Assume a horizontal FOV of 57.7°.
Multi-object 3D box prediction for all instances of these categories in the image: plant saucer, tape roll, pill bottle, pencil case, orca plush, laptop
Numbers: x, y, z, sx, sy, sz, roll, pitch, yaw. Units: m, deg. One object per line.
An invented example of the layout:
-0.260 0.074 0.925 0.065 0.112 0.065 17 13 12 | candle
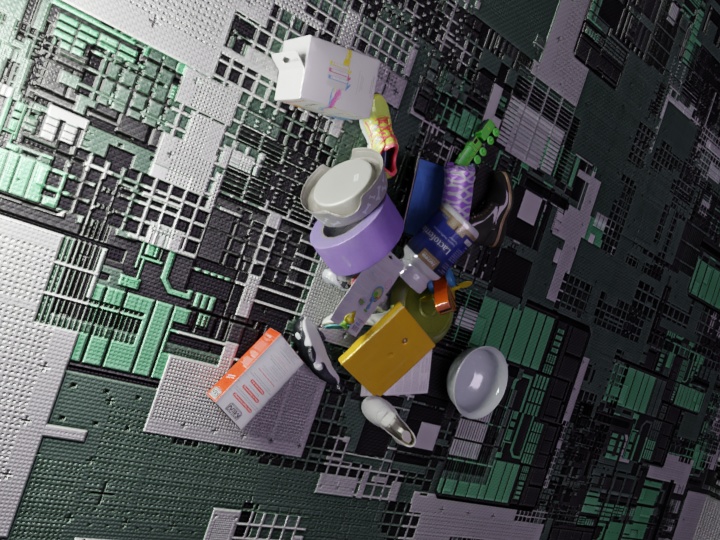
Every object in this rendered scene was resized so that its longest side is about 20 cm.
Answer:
0.165 0.090 1.653 0.197 0.031 0.204 4 82 -30 | plant saucer
-0.008 -0.089 1.434 0.200 0.199 0.085 -47 121 -16 | tape roll
0.174 -0.050 1.540 0.115 0.116 0.200 37 99 -33 | pill bottle
0.230 -0.166 1.618 0.083 0.085 0.203 -5 108 -37 | pencil case
-0.114 0.199 1.521 0.201 0.070 0.106 56 24 -37 | orca plush
0.165 -0.175 1.587 0.114 0.200 0.191 12 93 -1 | laptop

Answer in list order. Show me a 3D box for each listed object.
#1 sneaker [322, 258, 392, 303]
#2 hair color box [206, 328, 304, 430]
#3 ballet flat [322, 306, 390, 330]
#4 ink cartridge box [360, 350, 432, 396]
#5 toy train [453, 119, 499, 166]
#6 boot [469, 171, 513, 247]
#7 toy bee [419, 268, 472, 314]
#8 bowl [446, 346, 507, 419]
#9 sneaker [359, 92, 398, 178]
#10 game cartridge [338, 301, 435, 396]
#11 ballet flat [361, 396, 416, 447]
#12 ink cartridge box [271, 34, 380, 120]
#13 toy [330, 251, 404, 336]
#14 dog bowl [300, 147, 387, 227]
0.000 0.000 1.536 0.198 0.075 0.117 21 87 -40 | sneaker
-0.229 0.237 1.437 0.200 0.061 0.102 -46 120 -19 | hair color box
-0.003 0.110 1.555 0.197 0.069 0.071 8 95 -30 | ballet flat
0.088 0.233 1.662 0.197 0.050 0.164 2 99 -24 | ink cartridge box
0.291 -0.308 1.678 0.056 0.042 0.201 44 69 -21 | toy train
0.324 -0.162 1.719 0.136 0.077 0.204 0 98 -28 | boot
0.216 0.036 1.613 0.109 0.129 0.202 50 48 -42 | toy bee
0.301 0.294 1.782 0.198 0.090 0.205 -7 103 -33 | bowl
0.054 -0.305 1.498 0.077 0.090 0.203 -15 106 -28 | sneaker
0.065 0.194 1.566 0.199 0.032 0.177 -41 129 -1 | game cartridge
0.081 0.388 1.670 0.070 0.069 0.200 -51 121 -14 | ballet flat
-0.082 -0.401 1.366 0.197 0.128 0.127 7 96 -33 | ink cartridge box
0.007 0.040 1.469 0.202 0.047 0.115 -58 140 -5 | toy
-0.030 -0.176 1.408 0.200 0.199 0.059 -48 131 -16 | dog bowl
